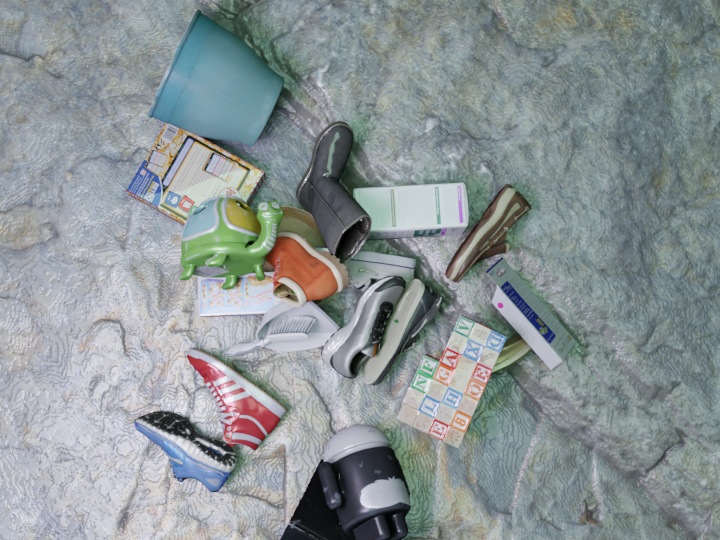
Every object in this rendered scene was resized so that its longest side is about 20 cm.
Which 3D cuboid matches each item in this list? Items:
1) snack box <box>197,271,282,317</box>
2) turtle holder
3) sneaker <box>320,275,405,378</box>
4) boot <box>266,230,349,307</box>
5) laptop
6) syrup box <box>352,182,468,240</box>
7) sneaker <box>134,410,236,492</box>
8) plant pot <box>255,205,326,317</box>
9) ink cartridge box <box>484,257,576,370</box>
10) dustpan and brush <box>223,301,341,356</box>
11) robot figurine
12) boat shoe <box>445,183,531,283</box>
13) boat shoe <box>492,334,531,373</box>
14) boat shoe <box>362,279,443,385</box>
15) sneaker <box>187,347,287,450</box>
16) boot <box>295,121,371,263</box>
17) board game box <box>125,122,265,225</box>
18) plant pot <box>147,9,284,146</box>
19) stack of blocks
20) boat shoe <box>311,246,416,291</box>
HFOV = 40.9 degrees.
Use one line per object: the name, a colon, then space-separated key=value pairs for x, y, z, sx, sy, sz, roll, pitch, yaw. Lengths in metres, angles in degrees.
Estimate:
snack box: x=-0.182 y=0.040 z=1.673 sx=0.198 sy=0.024 sz=0.073 roll=-2 pitch=84 yaw=-1
turtle holder: x=-0.220 y=-0.057 z=1.592 sx=0.140 sy=0.185 sz=0.133 roll=6 pitch=69 yaw=-25
sneaker: x=0.019 y=0.098 z=1.653 sx=0.079 sy=0.074 sz=0.201 roll=40 pitch=98 yaw=35
boot: x=-0.119 y=-0.001 z=1.602 sx=0.107 sy=0.199 sz=0.076 roll=-32 pitch=126 yaw=-26
laptop: x=-0.042 y=0.463 z=1.656 sx=0.176 sy=0.104 sz=0.201 roll=28 pitch=58 yaw=2
syrup box: x=0.086 y=-0.102 z=1.694 sx=0.198 sy=0.079 sz=0.082 roll=-2 pitch=82 yaw=-1
sneaker: x=-0.307 y=0.309 z=1.632 sx=0.199 sy=0.078 sz=0.090 roll=29 pitch=107 yaw=20
plant pot: x=-0.140 y=-0.013 z=1.706 sx=0.198 sy=0.027 sz=0.203 roll=0 pitch=84 yaw=-1
ink cartridge box: x=0.287 y=0.073 z=1.668 sx=0.037 sy=0.095 sz=0.201 roll=-41 pitch=86 yaw=31
dustpan and brush: x=-0.148 y=0.112 z=1.661 sx=0.198 sy=0.140 sz=0.058 roll=-9 pitch=58 yaw=26
robot figurine: x=0.010 y=0.356 z=1.599 sx=0.124 sy=0.150 sz=0.202 roll=-20 pitch=64 yaw=2
boat shoe: x=0.230 y=-0.053 z=1.694 sx=0.075 sy=0.075 sz=0.203 roll=36 pitch=83 yaw=0
boat shoe: x=0.205 y=0.147 z=1.668 sx=0.198 sy=0.074 sz=0.070 roll=-26 pitch=90 yaw=-3
boat shoe: x=0.072 y=0.117 z=1.673 sx=0.067 sy=0.072 sz=0.201 roll=30 pitch=92 yaw=-30
sneaker: x=-0.235 y=0.225 z=1.652 sx=0.199 sy=0.071 sz=0.113 roll=35 pitch=80 yaw=1
boot: x=-0.034 y=-0.134 z=1.626 sx=0.072 sy=0.200 sz=0.183 roll=12 pitch=114 yaw=-26
board game box: x=-0.290 y=-0.153 z=1.710 sx=0.199 sy=0.046 sz=0.152 roll=29 pitch=83 yaw=3
plant pot: x=-0.240 y=-0.313 z=1.669 sx=0.187 sy=0.200 sz=0.202 roll=26 pitch=83 yaw=-13
stack of blocks: x=0.153 y=0.177 z=1.612 sx=0.114 sy=0.059 sz=0.202 roll=24 pitch=93 yaw=9
boat shoe: x=0.000 y=0.000 z=1.675 sx=0.198 sy=0.071 sz=0.071 roll=8 pitch=92 yaw=-21
